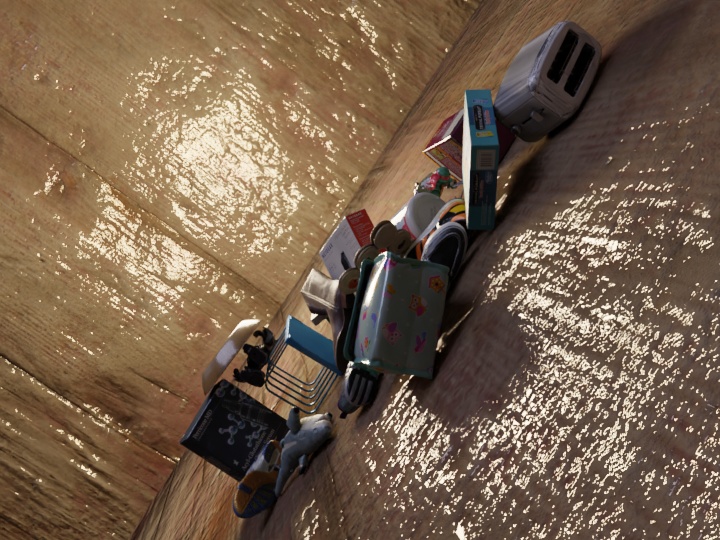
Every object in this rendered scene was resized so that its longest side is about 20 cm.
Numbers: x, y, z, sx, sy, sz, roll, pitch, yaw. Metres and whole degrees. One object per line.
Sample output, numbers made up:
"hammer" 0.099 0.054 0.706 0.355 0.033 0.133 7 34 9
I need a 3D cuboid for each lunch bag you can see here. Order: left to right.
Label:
"lunch bag" 0.048 0.069 1.223 0.200 0.120 0.174 169 113 -76

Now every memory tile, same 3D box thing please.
"memory tile" 0.053 0.001 1.446 0.017 0.199 0.154 40 98 39

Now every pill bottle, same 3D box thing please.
"pill bottle" 0.093 -0.059 1.581 0.200 0.108 0.110 -45 14 53

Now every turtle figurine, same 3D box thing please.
"turtle figurine" 0.152 -0.146 1.633 0.201 0.100 0.151 -55 7 44

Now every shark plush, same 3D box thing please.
"shark plush" -0.120 0.336 1.479 0.201 0.090 0.084 -49 40 14

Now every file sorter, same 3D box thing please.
"file sorter" -0.128 0.204 1.750 0.124 0.138 0.200 -57 9 7

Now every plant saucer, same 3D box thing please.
"plant saucer" -0.282 0.175 1.719 0.201 0.035 0.200 -53 3 3

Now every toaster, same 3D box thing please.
"toaster" 0.311 -0.316 1.318 0.202 0.113 0.129 -60 14 -17

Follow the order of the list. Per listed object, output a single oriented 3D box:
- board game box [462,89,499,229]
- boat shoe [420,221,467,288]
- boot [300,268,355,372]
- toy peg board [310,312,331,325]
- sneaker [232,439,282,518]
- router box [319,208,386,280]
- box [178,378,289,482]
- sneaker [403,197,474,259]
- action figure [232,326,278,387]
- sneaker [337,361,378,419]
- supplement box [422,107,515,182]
"board game box" 0.196 -0.187 1.337 0.201 0.046 0.153 -85 -6 -54
"boat shoe" 0.116 0.016 1.316 0.202 0.071 0.068 -58 7 7
"boot" -0.066 0.099 1.663 0.199 0.063 0.190 12 96 57
"toy peg board" -0.004 0.057 1.823 0.198 0.098 0.200 -39 13 9
"sneaker" -0.200 0.427 1.581 0.089 0.075 0.200 -54 -1 30
"router box" 0.000 0.000 1.615 0.048 0.182 0.200 -23 -11 -25
"box" -0.261 0.353 1.725 0.150 0.198 0.107 -60 10 -25
"sneaker" 0.132 -0.027 1.391 0.202 0.069 0.090 -57 17 18
"action figure" -0.223 0.186 1.710 0.200 0.068 0.132 -170 102 -84
"sneaker" 0.001 0.163 1.419 0.088 0.074 0.202 -53 9 46
"supplement box" 0.213 -0.252 1.611 0.086 0.110 0.200 -56 9 -8
